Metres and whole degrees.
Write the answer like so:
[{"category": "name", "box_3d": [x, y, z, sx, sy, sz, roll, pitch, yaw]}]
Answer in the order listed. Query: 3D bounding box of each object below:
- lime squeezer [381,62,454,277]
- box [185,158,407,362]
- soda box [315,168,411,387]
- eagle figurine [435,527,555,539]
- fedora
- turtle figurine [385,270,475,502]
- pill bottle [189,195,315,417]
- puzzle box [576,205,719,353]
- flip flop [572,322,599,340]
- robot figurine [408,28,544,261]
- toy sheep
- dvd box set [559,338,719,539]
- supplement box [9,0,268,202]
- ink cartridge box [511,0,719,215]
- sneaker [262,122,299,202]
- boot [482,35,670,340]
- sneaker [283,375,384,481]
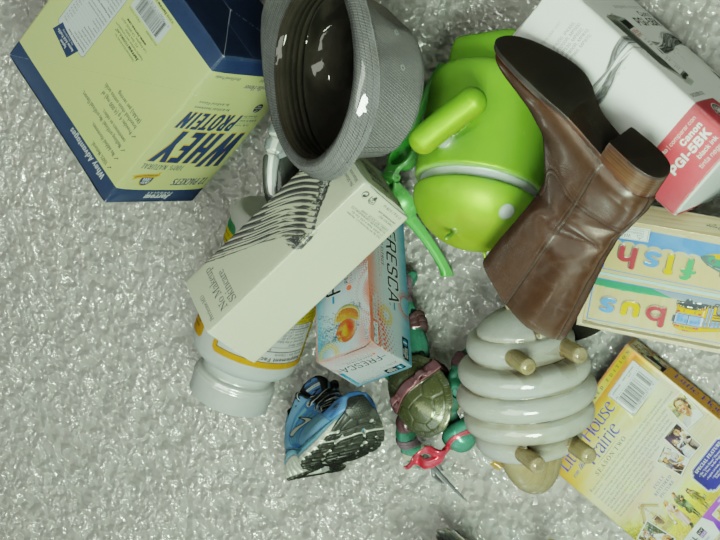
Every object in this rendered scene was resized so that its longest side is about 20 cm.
[{"category": "lime squeezer", "box_3d": [0.054, -0.091, 1.437, 0.070, 0.038, 0.202, -4, 98, -14]}, {"category": "box", "box_3d": [-0.059, -0.018, 1.389, 0.200, 0.068, 0.082, -44, 42, 10]}, {"category": "soda box", "box_3d": [0.000, 0.000, 1.430, 0.063, 0.068, 0.201, -22, 54, 30]}, {"category": "eagle figurine", "box_3d": [0.151, 0.316, 1.415, 0.199, 0.152, 0.152, 3, 63, 12]}, {"category": "fedora", "box_3d": [-0.008, -0.174, 1.325, 0.177, 0.090, 0.201, -49, 49, 46]}, {"category": "turtle figurine", "box_3d": [0.069, 0.108, 1.449, 0.150, 0.101, 0.200, -41, 67, 14]}, {"category": "pill bottle", "box_3d": [-0.100, 0.038, 1.520, 0.112, 0.113, 0.201, 28, 110, 22]}, {"category": "puzzle box", "box_3d": [0.285, 0.012, 1.284, 0.199, 0.026, 0.134, 10, 136, 8]}, {"category": "flip flop", "box_3d": [0.229, 0.010, 1.364, 0.081, 0.058, 0.199, 42, 138, -23]}, {"category": "robot figurine", "box_3d": [0.109, -0.107, 1.356, 0.115, 0.175, 0.201, -1, 71, 37]}, {"category": "toy sheep", "box_3d": [0.147, 0.100, 1.358, 0.137, 0.138, 0.201, 4, 105, 28]}, {"category": "dvd box set", "box_3d": [0.279, 0.179, 1.380, 0.200, 0.029, 0.147, 39, 115, 17]}, {"category": "supplement box", "box_3d": [-0.200, -0.205, 1.509, 0.200, 0.134, 0.200, -46, 68, 27]}, {"category": "ink cartridge box", "box_3d": [0.233, -0.149, 1.284, 0.200, 0.147, 0.083, 45, 116, 14]}, {"category": "sneaker", "box_3d": [-0.017, -0.138, 1.435, 0.115, 0.075, 0.201, 7, 74, 22]}, {"category": "boot", "box_3d": [0.138, -0.062, 1.251, 0.187, 0.064, 0.200, 49, 136, 22]}, {"category": "sneaker", "box_3d": [-0.039, 0.143, 1.487, 0.200, 0.078, 0.091, 138, 121, -64]}]
